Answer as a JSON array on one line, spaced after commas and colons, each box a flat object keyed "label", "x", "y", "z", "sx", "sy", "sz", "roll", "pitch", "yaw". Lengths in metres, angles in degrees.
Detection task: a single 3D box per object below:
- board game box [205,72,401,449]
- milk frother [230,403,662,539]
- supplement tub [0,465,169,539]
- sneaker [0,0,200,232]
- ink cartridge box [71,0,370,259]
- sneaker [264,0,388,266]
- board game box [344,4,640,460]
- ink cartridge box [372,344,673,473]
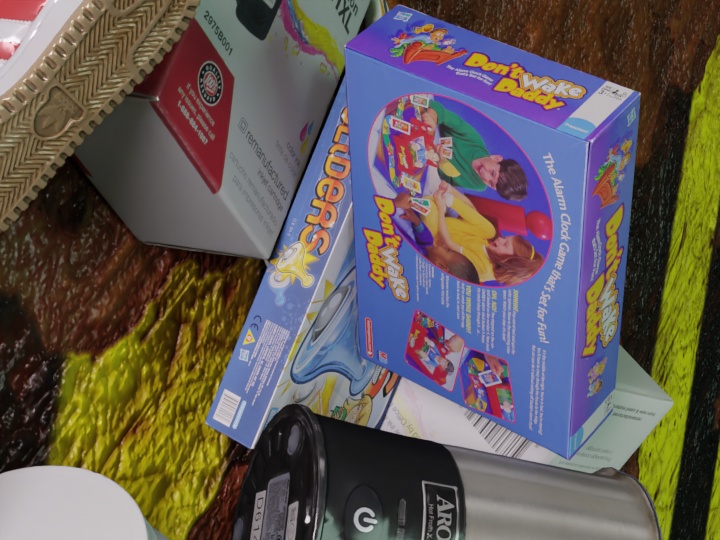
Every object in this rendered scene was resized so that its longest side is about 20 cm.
[{"label": "board game box", "x": 0.000, "y": 0.000, "z": 0.925, "sx": 0.135, "sy": 0.034, "sz": 0.200, "roll": 10, "pitch": 104, "yaw": -62}, {"label": "milk frother", "x": 0.018, "y": 0.168, "z": 0.883, "sx": 0.188, "sy": 0.200, "sz": 0.181, "roll": 14, "pitch": 88, "yaw": -21}, {"label": "supplement tub", "x": -0.126, "y": 0.200, "z": 0.769, "sx": 0.145, "sy": 0.145, "sz": 0.200, "roll": -58, "pitch": 145, "yaw": -40}, {"label": "sneaker", "x": -0.169, "y": -0.084, "z": 0.709, "sx": 0.200, "sy": 0.112, "sz": 0.071, "roll": -44, "pitch": 147, "yaw": -8}, {"label": "ink cartridge box", "x": -0.072, "y": -0.130, "z": 0.860, "sx": 0.146, "sy": 0.083, "sz": 0.200, "roll": 57, "pitch": 47, "yaw": -54}, {"label": "sneaker", "x": -0.025, "y": -0.080, "z": 0.973, "sx": 0.079, "sy": 0.078, "sz": 0.201, "roll": 52, "pitch": 41, "yaw": -74}, {"label": "board game box", "x": 0.061, "y": -0.016, "z": 0.836, "sx": 0.045, "sy": 0.134, "sz": 0.200, "roll": -42, "pitch": 144, "yaw": -36}, {"label": "ink cartridge box", "x": 0.059, "y": 0.099, "z": 0.999, "sx": 0.085, "sy": 0.145, "sz": 0.200, "roll": 16, "pitch": 117, "yaw": -50}]
